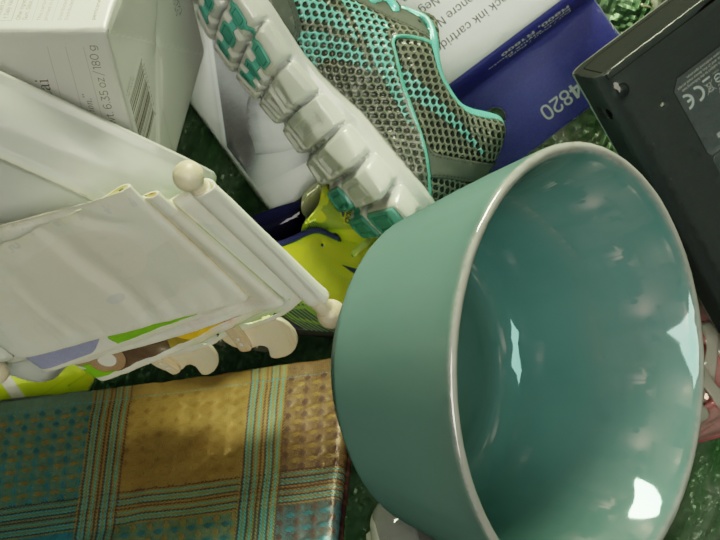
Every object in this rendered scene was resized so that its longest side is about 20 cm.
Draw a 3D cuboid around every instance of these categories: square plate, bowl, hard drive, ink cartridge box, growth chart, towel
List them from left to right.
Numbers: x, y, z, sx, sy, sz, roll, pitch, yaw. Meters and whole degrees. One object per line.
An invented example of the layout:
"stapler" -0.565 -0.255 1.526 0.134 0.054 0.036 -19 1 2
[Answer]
"square plate" -0.195 -0.025 1.157 0.199 0.029 0.198 24 141 -18
"growth chart" -0.119 0.009 1.146 0.199 0.018 0.145 -11 141 22
"towel" -0.101 0.109 1.186 0.199 0.147 0.022 -8 134 14
"ink cartridge box" 0.009 -0.121 1.261 0.199 0.041 0.200 -37 99 5
"bowl" 0.060 0.046 1.146 0.105 0.200 0.202 -2 103 38
"hard drive" 0.207 -0.052 1.228 0.139 0.033 0.201 -37 111 -12

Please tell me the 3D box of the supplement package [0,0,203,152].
"supplement package" -0.188 -0.105 1.179 0.199 0.120 0.122 1 137 12

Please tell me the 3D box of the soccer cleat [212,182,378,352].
"soccer cleat" 0.000 0.000 1.248 0.199 0.065 0.084 4 94 -23

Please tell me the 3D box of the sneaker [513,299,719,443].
"sneaker" 0.149 0.064 1.266 0.199 0.105 0.076 -17 98 0

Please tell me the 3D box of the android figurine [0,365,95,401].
"android figurine" -0.214 0.042 1.284 0.200 0.041 0.182 -35 98 7

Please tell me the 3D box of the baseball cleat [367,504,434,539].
"baseball cleat" 0.087 0.144 1.245 0.106 0.200 0.070 -27 56 22

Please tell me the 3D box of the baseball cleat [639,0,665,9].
"baseball cleat" 0.188 -0.075 1.261 0.106 0.070 0.201 4 104 -9

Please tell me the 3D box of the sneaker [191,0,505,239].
"sneaker" -0.007 -0.106 1.216 0.091 0.078 0.200 -39 96 -18

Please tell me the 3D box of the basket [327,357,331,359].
"basket" -0.039 0.162 1.270 0.200 0.139 0.177 -33 102 -31
